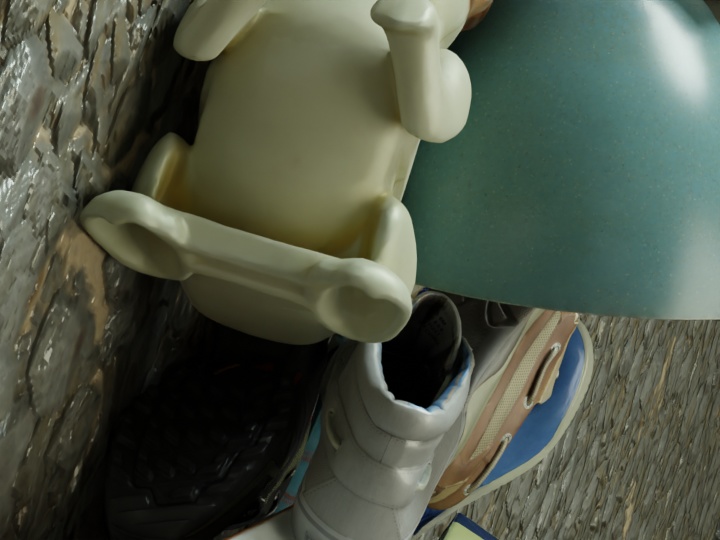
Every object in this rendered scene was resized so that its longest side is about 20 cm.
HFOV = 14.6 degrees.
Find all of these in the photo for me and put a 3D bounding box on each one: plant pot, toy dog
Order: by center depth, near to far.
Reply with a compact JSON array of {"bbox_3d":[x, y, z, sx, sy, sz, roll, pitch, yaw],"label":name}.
[{"bbox_3d":[-0.008,-0.075,1.191,0.194,0.139,0.201,59,47,-70],"label":"toy dog"},{"bbox_3d":[0.102,-0.064,1.281,0.200,0.199,0.136,-23,121,-70],"label":"plant pot"}]

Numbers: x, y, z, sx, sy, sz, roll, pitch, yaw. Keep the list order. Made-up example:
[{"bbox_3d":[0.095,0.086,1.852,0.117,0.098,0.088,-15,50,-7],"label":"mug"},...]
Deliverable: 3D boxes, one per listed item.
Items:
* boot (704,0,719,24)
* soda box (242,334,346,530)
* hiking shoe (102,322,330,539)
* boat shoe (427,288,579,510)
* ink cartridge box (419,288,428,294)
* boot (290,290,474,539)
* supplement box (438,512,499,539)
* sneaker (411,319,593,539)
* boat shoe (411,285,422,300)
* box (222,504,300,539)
[{"bbox_3d":[0.168,-0.150,1.302,0.201,0.070,0.146,59,5,-14],"label":"boot"},{"bbox_3d":[-0.023,0.138,1.381,0.064,0.068,0.201,-110,-135,-77],"label":"soda box"},{"bbox_3d":[-0.059,0.089,1.286,0.200,0.075,0.101,-53,151,-54],"label":"hiking shoe"},{"bbox_3d":[0.072,0.037,1.467,0.200,0.076,0.072,-53,139,-13],"label":"boat shoe"},{"bbox_3d":[0.111,-0.004,1.547,0.094,0.199,0.045,37,56,-73],"label":"ink cartridge box"},{"bbox_3d":[0.024,0.049,1.247,0.200,0.073,0.096,-75,-170,-63],"label":"boot"},{"bbox_3d":[0.081,0.258,1.452,0.135,0.199,0.200,-55,178,15],"label":"supplement box"},{"bbox_3d":[0.038,0.089,1.515,0.200,0.077,0.111,-38,163,7],"label":"sneaker"},{"bbox_3d":[0.000,0.000,1.417,0.065,0.072,0.200,-66,171,8],"label":"boat shoe"},{"bbox_3d":[-0.067,0.174,1.204,0.098,0.124,0.200,63,17,4],"label":"box"}]
